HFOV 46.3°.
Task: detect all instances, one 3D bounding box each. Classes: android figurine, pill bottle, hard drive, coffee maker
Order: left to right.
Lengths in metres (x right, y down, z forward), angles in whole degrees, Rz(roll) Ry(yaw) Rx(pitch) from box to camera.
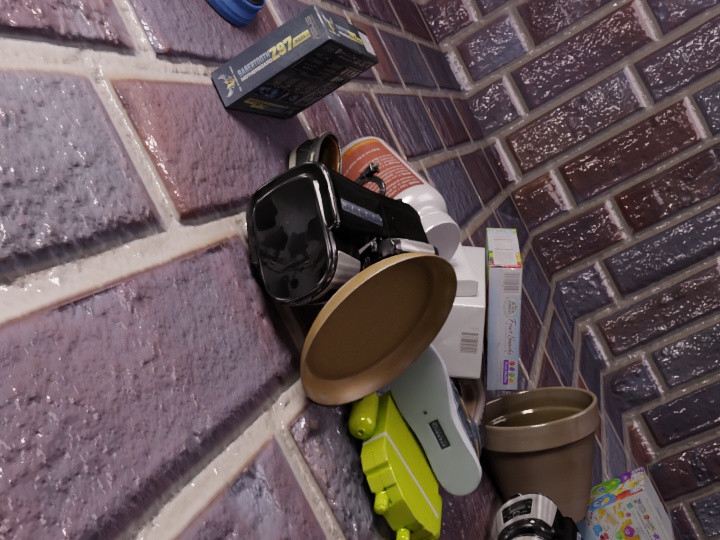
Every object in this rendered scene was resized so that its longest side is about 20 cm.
[{"bbox_3d":[-0.028,-0.041,0.927,0.199,0.135,0.194,19,31,-54],"label":"coffee maker"},{"bbox_3d":[0.046,-0.086,1.148,0.200,0.112,0.112,49,7,38],"label":"pill bottle"},{"bbox_3d":[0.044,0.222,0.942,0.184,0.040,0.201,59,17,-18],"label":"android figurine"},{"bbox_3d":[0.083,-0.021,1.195,0.201,0.129,0.027,-102,-167,-63],"label":"hard drive"},{"bbox_3d":[0.230,0.420,1.091,0.200,0.132,0.197,-39,124,-70],"label":"coffee maker"}]

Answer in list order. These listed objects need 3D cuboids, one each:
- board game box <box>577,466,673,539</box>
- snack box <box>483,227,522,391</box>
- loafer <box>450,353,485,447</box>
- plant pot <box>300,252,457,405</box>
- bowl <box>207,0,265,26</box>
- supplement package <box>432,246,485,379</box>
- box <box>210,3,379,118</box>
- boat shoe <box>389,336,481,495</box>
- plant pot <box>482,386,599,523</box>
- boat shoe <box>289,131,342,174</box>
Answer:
[{"bbox_3d":[0.393,0.420,1.372,0.106,0.198,0.103,61,19,0],"label":"board game box"},{"bbox_3d":[0.211,0.056,1.265,0.143,0.052,0.204,-73,163,-65],"label":"snack box"},{"bbox_3d":[0.148,0.193,1.238,0.201,0.069,0.075,-77,164,-63],"label":"loafer"},{"bbox_3d":[0.016,0.057,0.871,0.028,0.200,0.199,48,9,32],"label":"plant pot"},{"bbox_3d":[-0.199,-0.437,1.160,0.202,0.039,0.203,53,22,-31],"label":"bowl"},{"bbox_3d":[0.124,0.052,1.215,0.201,0.107,0.116,-73,165,-64],"label":"supplement package"},{"bbox_3d":[-0.077,-0.257,1.067,0.052,0.156,0.199,63,20,4],"label":"box"},{"bbox_3d":[0.089,0.162,1.009,0.091,0.070,0.204,-46,115,-76],"label":"boat shoe"},{"bbox_3d":[0.279,0.292,1.295,0.200,0.196,0.178,-29,107,-71],"label":"plant pot"},{"bbox_3d":[-0.050,-0.097,1.073,0.072,0.067,0.203,46,29,-43],"label":"boat shoe"}]
